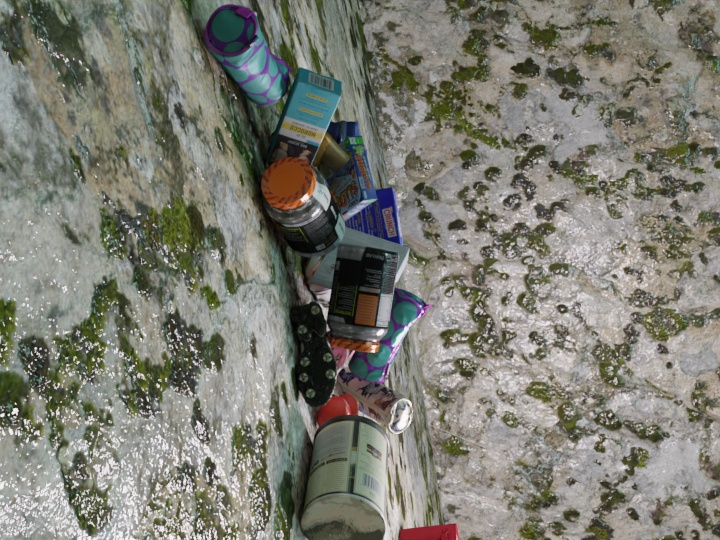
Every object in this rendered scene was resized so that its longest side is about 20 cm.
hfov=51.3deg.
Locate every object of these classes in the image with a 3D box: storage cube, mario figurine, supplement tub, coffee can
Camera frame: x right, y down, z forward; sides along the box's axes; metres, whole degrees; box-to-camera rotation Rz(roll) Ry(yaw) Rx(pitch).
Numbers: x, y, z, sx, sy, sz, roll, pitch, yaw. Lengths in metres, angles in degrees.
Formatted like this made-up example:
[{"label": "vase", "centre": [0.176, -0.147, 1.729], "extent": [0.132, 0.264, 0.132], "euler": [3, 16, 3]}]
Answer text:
[{"label": "storage cube", "centre": [0.210, 0.874, 2.215], "extent": [0.171, 0.179, 0.200], "euler": [-57, 137, -76]}, {"label": "mario figurine", "centre": [-0.020, 0.305, 1.544], "extent": [0.200, 0.123, 0.106], "euler": [74, 23, -59]}, {"label": "supplement tub", "centre": [0.002, 0.052, 1.449], "extent": [0.123, 0.122, 0.201], "euler": [10, 90, -80]}, {"label": "supplement tub", "centre": [-0.107, -0.116, 1.384], "extent": [0.200, 0.122, 0.123], "euler": [63, 20, -63]}, {"label": "coffee can", "centre": [-0.023, 0.381, 1.345], "extent": [0.200, 0.146, 0.147], "euler": [-83, 161, -59]}]

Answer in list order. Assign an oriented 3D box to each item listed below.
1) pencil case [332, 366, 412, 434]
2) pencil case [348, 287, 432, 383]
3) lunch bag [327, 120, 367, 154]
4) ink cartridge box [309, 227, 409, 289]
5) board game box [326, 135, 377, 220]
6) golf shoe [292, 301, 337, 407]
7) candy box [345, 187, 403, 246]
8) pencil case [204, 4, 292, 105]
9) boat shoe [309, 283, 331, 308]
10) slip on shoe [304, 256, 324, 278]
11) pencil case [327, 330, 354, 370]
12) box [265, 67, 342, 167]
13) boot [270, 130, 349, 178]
[{"label": "pencil case", "centre": [0.023, 0.271, 1.577], "extent": [0.089, 0.200, 0.078], "euler": [-2, 107, -41]}, {"label": "pencil case", "centre": [0.058, 0.135, 1.537], "extent": [0.200, 0.092, 0.085], "euler": [-61, 152, 5]}, {"label": "lunch bag", "centre": [-0.050, -0.262, 1.730], "extent": [0.200, 0.132, 0.136], "euler": [86, 3, -75]}, {"label": "ink cartridge box", "centre": [0.000, 0.000, 1.603], "extent": [0.200, 0.160, 0.047], "euler": [-61, 165, -44]}, {"label": "board game box", "centre": [-0.042, -0.175, 1.541], "extent": [0.200, 0.034, 0.136], "euler": [-30, -109, 57]}, {"label": "golf shoe", "centre": [-0.082, 0.162, 1.429], "extent": [0.088, 0.077, 0.201], "euler": [75, 9, -73]}, {"label": "candy box", "centre": [-0.006, -0.088, 1.738], "extent": [0.077, 0.199, 0.170], "euler": [39, 43, -77]}, {"label": "pencil case", "centre": [-0.178, -0.347, 1.221], "extent": [0.085, 0.092, 0.200], "euler": [45, -1, 14]}, {"label": "boat shoe", "centre": [-0.067, 0.053, 1.654], "extent": [0.200, 0.072, 0.066], "euler": [56, 22, -86]}, {"label": "slip on shoe", "centre": [-0.093, -0.064, 1.638], "extent": [0.076, 0.060, 0.200], "euler": [95, 13, -53]}, {"label": "pencil case", "centre": [-0.050, 0.162, 1.589], "extent": [0.200, 0.083, 0.087], "euler": [-7, 98, -81]}, {"label": "box", "centre": [-0.106, -0.263, 1.359], "extent": [0.049, 0.082, 0.200], "euler": [-89, -159, -44]}, {"label": "boot", "centre": [-0.125, -0.222, 1.498], "extent": [0.144, 0.201, 0.071], "euler": [39, 46, -12]}]
